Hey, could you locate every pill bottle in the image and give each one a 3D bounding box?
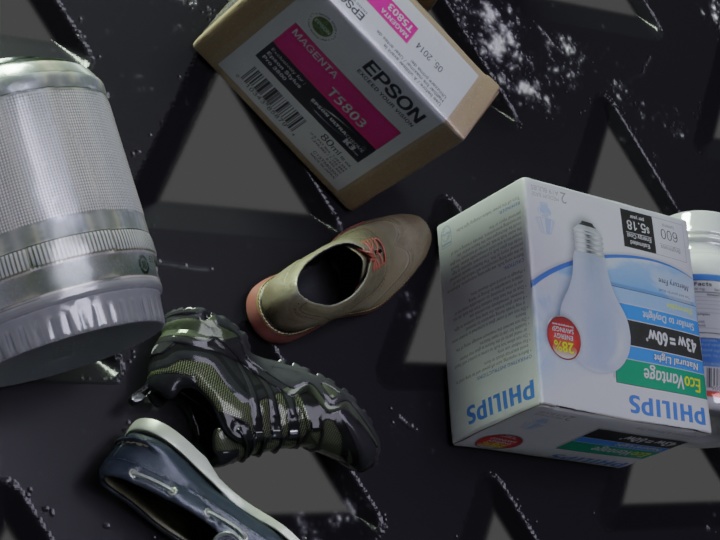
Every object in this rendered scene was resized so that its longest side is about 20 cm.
[{"bbox_3d":[0.313,0.052,1.593,0.112,0.112,0.201,21,60,-28],"label":"pill bottle"}]

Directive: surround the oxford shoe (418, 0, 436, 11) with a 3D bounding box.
[{"bbox_3d":[0.060,-0.318,1.596,0.084,0.072,0.201,42,53,-36],"label":"oxford shoe"}]

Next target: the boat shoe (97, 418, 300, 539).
[{"bbox_3d":[-0.105,0.192,1.255,0.200,0.075,0.062,45,50,-11],"label":"boat shoe"}]

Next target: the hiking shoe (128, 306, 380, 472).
[{"bbox_3d":[-0.080,0.116,1.315,0.199,0.076,0.101,31,64,-12],"label":"hiking shoe"}]

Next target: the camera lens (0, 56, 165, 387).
[{"bbox_3d":[-0.232,-0.036,1.198,0.159,0.160,0.201,-12,79,-38],"label":"camera lens"}]

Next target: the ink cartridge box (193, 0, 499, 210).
[{"bbox_3d":[-0.014,-0.165,1.407,0.200,0.164,0.075,45,52,-12],"label":"ink cartridge box"}]

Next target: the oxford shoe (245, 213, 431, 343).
[{"bbox_3d":[0.000,0.000,1.408,0.200,0.075,0.071,-33,91,-40],"label":"oxford shoe"}]

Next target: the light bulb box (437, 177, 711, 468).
[{"bbox_3d":[0.182,0.051,1.489,0.197,0.125,0.202,11,65,-33],"label":"light bulb box"}]
